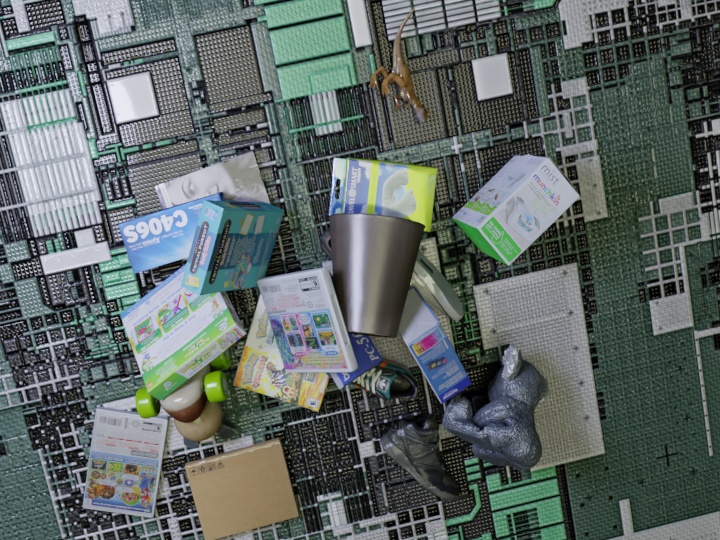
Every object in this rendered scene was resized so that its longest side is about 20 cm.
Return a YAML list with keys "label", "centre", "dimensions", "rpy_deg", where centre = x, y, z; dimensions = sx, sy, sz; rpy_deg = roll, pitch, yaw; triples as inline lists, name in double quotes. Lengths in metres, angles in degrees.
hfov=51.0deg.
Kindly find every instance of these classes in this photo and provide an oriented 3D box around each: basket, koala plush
- label: "basket"
  centre: [0.018, 0.012, 1.348]
  dimensions: [0.175, 0.136, 0.206]
  rpy_deg: [6, 84, 4]
- label: "koala plush"
  centre: [0.294, 0.263, 1.463]
  dimensions: [0.177, 0.182, 0.203]
  rpy_deg: [43, 65, -34]

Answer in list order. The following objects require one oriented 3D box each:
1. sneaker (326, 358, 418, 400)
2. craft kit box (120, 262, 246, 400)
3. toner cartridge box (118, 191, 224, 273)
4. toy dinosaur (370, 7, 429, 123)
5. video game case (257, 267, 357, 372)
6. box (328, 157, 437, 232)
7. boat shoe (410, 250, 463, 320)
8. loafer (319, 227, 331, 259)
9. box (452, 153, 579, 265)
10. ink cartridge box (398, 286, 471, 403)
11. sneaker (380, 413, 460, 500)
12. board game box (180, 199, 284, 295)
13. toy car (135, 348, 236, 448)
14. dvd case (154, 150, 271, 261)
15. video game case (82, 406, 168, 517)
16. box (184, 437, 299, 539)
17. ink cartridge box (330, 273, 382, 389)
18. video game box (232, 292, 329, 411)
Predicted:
- label: "sneaker"
  centre: [0.025, 0.201, 1.448]
  dimensions: [0.196, 0.080, 0.073]
  rpy_deg: [15, 98, -20]
- label: "craft kit box"
  centre: [-0.326, 0.097, 1.374]
  dimensions: [0.198, 0.199, 0.049]
  rpy_deg: [-37, 139, 2]
- label: "toner cartridge box"
  centre: [-0.338, -0.071, 1.398]
  dimensions: [0.195, 0.043, 0.097]
  rpy_deg: [-18, 101, 0]
- label: "toy dinosaur"
  centre: [0.072, -0.371, 1.410]
  dimensions: [0.105, 0.060, 0.205]
  rpy_deg: [-24, 106, -26]
- label: "video game case"
  centre: [-0.099, 0.094, 1.353]
  dimensions: [0.023, 0.198, 0.186]
  rpy_deg: [-24, 100, -41]
- label: "box"
  centre: [0.042, -0.146, 1.436]
  dimensions: [0.195, 0.048, 0.125]
  rpy_deg: [5, 97, -7]
- label: "boat shoe"
  centre: [0.119, 0.028, 1.464]
  dimensions: [0.069, 0.071, 0.200]
  rpy_deg: [-37, 104, 26]
- label: "loafer"
  centre: [0.000, 0.000, 1.444]
  dimensions: [0.199, 0.063, 0.072]
  rpy_deg: [41, 93, -9]
- label: "box"
  centre: [0.277, -0.118, 1.384]
  dimensions: [0.176, 0.200, 0.097]
  rpy_deg: [-44, 100, 1]
- label: "ink cartridge box"
  centre: [0.133, 0.151, 1.422]
  dimensions: [0.075, 0.137, 0.202]
  rpy_deg: [-29, 124, -1]
- label: "sneaker"
  centre: [0.144, 0.366, 1.504]
  dimensions: [0.199, 0.076, 0.114]
  rpy_deg: [43, 99, -4]
- label: "board game box"
  centre: [-0.223, -0.044, 1.340]
  dimensions: [0.046, 0.199, 0.154]
  rpy_deg: [22, 102, 22]
- label: "toy car"
  centre: [-0.311, 0.258, 1.440]
  dimensions: [0.160, 0.159, 0.203]
  rpy_deg: [-12, 127, 4]
- label: "dvd case"
  centre: [-0.270, -0.121, 1.426]
  dimensions: [0.196, 0.016, 0.152]
  rpy_deg: [-19, 100, -2]
- label: "video game case"
  centre: [-0.461, 0.377, 1.481]
  dimensions: [0.139, 0.018, 0.205]
  rpy_deg: [10, 97, -7]
- label: "box"
  centre: [-0.235, 0.439, 1.508]
  dimensions: [0.195, 0.021, 0.168]
  rpy_deg: [-14, 99, -3]
- label: "ink cartridge box"
  centre: [-0.050, 0.108, 1.407]
  dimensions: [0.093, 0.044, 0.202]
  rpy_deg: [-30, 82, -19]
- label: "video game box"
  centre: [-0.134, 0.150, 1.464]
  dimensions: [0.178, 0.047, 0.205]
  rpy_deg: [18, 96, -5]
